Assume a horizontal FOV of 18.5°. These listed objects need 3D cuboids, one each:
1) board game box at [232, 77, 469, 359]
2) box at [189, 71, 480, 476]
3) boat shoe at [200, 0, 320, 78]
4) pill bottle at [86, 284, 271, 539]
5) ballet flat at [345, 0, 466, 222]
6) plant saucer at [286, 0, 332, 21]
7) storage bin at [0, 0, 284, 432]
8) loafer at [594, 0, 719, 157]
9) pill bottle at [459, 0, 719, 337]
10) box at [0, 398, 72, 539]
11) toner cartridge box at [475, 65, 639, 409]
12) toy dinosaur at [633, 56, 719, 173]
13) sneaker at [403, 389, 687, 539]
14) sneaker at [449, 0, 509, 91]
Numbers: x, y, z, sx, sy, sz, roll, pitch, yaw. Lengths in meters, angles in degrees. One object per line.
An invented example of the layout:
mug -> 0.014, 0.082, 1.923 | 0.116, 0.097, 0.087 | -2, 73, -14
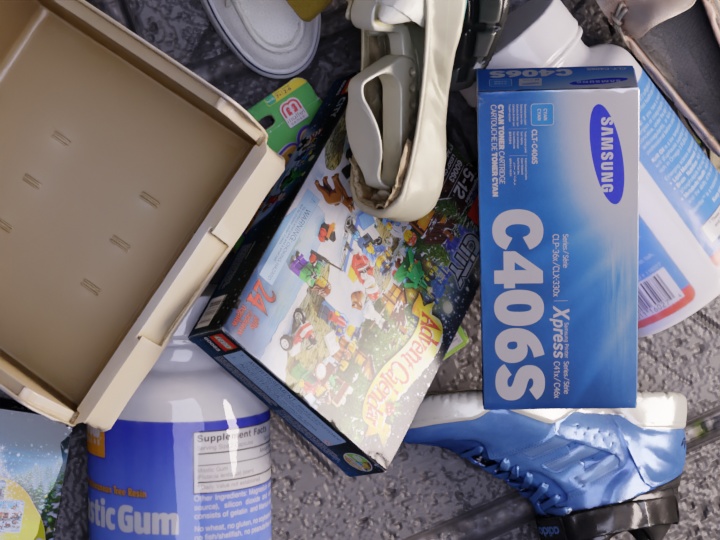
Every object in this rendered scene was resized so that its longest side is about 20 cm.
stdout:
board game box -> -0.023, -0.013, 1.369 | 0.095, 0.030, 0.201 | -34, 105, -8
box -> 0.000, 0.000, 1.311 | 0.136, 0.038, 0.201 | 41, 59, -23
boat shoe -> -0.064, -0.212, 1.306 | 0.074, 0.086, 0.204 | -14, 99, -11
pill bottle -> -0.109, 0.112, 1.319 | 0.111, 0.112, 0.202 | -2, 96, -13
ballet flat -> 0.021, -0.124, 1.243 | 0.069, 0.069, 0.202 | -1, 103, -13
plant saucer -> -0.030, -0.272, 1.229 | 0.048, 0.200, 0.202 | 1, 66, 24
storage bin -> -0.179, -0.044, 1.251 | 0.198, 0.094, 0.201 | 33, 87, 20
loafer -> 0.192, -0.149, 1.342 | 0.072, 0.063, 0.201 | -32, 109, 16
pill bottle -> 0.146, -0.068, 1.358 | 0.112, 0.112, 0.200 | -39, 103, -6
box -> -0.280, 0.138, 1.321 | 0.198, 0.038, 0.138 | 9, 94, -14
toner cartridge box -> 0.116, -0.017, 1.295 | 0.094, 0.043, 0.202 | -2, 112, 3
toy dinosaur -> 0.219, -0.155, 1.400 | 0.087, 0.047, 0.202 | 9, 98, -20
sneaker -> 0.112, 0.131, 1.389 | 0.198, 0.077, 0.112 | 2, 87, -20
sneaker -> 0.059, -0.207, 1.294 | 0.075, 0.079, 0.202 | 3, 101, 17
